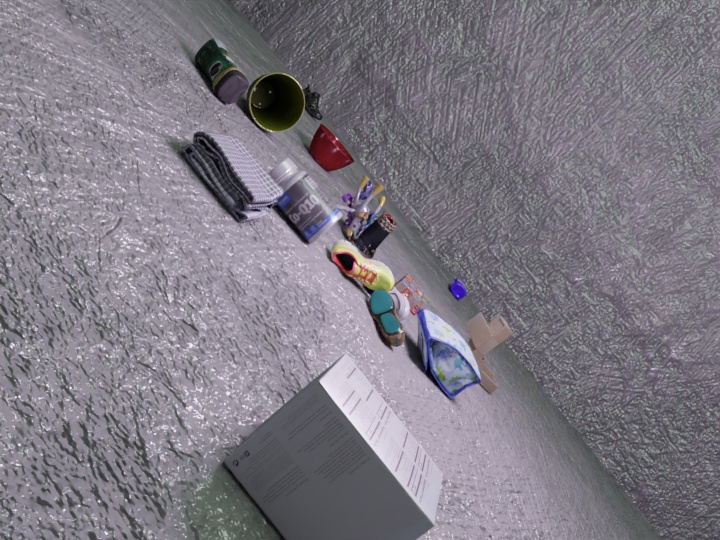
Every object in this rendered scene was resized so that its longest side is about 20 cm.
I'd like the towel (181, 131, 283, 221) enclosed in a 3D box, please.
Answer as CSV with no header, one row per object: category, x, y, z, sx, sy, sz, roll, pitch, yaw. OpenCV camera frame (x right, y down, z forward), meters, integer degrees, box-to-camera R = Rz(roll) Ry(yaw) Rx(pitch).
towel,-0.265,-0.204,1.415,0.200,0.085,0.166,50,13,1

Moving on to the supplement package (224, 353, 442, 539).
supplement package,-0.024,0.237,0.800,0.200,0.152,0.151,50,12,3

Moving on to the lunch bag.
lunch bag,0.222,0.215,1.803,0.201,0.127,0.170,55,10,-22

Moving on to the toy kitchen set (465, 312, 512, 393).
toy kitchen set,0.445,0.263,2.272,0.180,0.200,0.163,45,14,-21

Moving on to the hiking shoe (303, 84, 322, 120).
hiking shoe,-0.244,-0.862,3.405,0.201,0.101,0.076,53,13,16

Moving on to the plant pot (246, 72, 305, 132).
plant pot,-0.305,-0.570,2.214,0.187,0.187,0.200,42,0,-32

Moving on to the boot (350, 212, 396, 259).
boot,0.052,-0.106,2.082,0.074,0.154,0.203,51,12,9

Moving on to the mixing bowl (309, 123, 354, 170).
mixing bowl,-0.129,-0.469,2.629,0.200,0.108,0.200,48,12,-14

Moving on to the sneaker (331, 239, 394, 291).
sneaker,0.000,0.000,1.769,0.199,0.078,0.090,32,18,1

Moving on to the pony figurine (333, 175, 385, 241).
pony figurine,-0.012,-0.200,2.139,0.166,0.201,0.193,33,4,-34

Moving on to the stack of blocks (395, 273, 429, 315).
stack of blocks,0.159,0.080,2.137,0.115,0.058,0.200,51,12,2

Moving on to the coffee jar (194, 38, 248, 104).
coffee jar,-0.415,-0.595,2.000,0.085,0.104,0.201,24,29,-57

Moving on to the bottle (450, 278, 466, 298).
bottle,0.476,0.081,3.244,0.084,0.065,0.200,52,12,-4

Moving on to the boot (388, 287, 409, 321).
boot,0.059,0.061,1.848,0.095,0.074,0.200,33,12,-35

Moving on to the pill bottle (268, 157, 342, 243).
pill bottle,-0.150,-0.177,1.676,0.200,0.114,0.114,48,12,-6

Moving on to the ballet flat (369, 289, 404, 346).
ballet flat,0.067,0.126,1.706,0.200,0.070,0.066,-106,180,-57
